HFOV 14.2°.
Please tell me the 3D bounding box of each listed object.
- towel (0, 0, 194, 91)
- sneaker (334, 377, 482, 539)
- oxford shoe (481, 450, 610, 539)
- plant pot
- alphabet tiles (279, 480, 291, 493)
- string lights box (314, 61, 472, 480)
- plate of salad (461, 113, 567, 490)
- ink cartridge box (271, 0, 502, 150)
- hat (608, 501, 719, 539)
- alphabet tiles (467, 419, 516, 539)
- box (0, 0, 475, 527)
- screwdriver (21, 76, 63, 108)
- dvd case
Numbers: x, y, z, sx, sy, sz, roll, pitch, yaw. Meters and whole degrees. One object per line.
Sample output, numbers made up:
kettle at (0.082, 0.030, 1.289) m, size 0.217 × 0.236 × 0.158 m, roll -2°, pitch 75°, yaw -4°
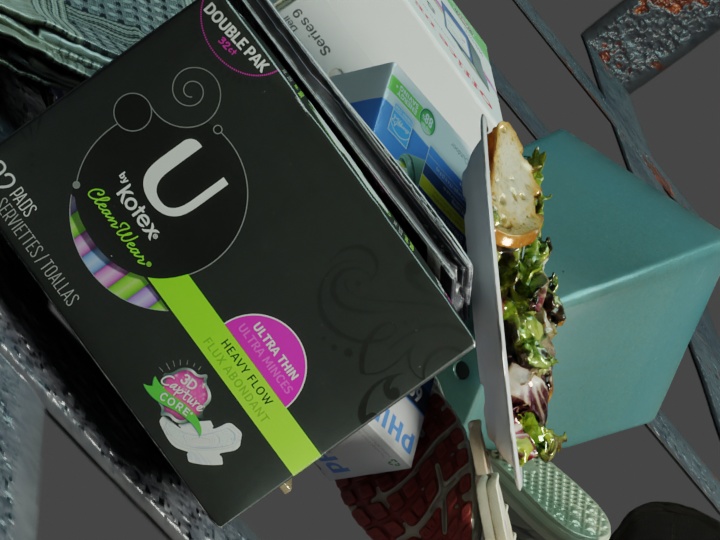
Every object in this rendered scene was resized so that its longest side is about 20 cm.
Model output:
towel at (-0.127, -0.129, 1.549) m, size 0.192 × 0.035 × 0.200 m, roll 25°, pitch 21°, yaw -20°
sneaker at (0.027, 0.091, 1.602) m, size 0.082 × 0.078 × 0.200 m, roll 44°, pitch 17°, yaw -43°
oxford shoe at (0.074, 0.121, 1.752) m, size 0.075 × 0.058 × 0.200 m, roll -1°, pitch 36°, yaw -42°
plant pot at (0.096, 0.022, 1.745) m, size 0.141 × 0.141 × 0.200 m, roll 35°, pitch 29°, yaw 25°
alphabet tiles at (-0.088, 0.028, 1.513) m, size 0.166 × 0.006 × 0.200 m, roll 51°, pitch 13°, yaw -18°
string lights box at (0.000, 0.000, 1.550) m, size 0.103 × 0.059 × 0.200 m, roll 46°, pitch 46°, yaw -38°
plate of salad at (0.084, 0.016, 1.528) m, size 0.200 × 0.048 × 0.200 m, roll -6°, pitch 90°, yaw -87°
ink cartridge box at (0.010, -0.139, 1.736) m, size 0.145 × 0.087 × 0.200 m, roll 52°, pitch 12°, yaw -15°
hat at (0.145, 0.217, 1.593) m, size 0.081 × 0.201 × 0.201 m, roll 5°, pitch 40°, yaw -26°
alphabet tiles at (0.084, 0.186, 1.509) m, size 0.200 × 0.015 × 0.196 m, roll 71°, pitch 8°, yaw -61°
box at (-0.064, -0.008, 1.338) m, size 0.200 × 0.149 × 0.124 m, roll 53°, pitch 1°, yaw -3°
screwdriver at (-0.155, -0.080, 1.489) m, size 0.029 × 0.028 × 0.200 m, roll 15°, pitch 26°, yaw -22°
dvd case at (-0.008, -0.064, 1.435) m, size 0.200 × 0.016 × 0.149 m, roll 54°, pitch -5°, yaw 10°
